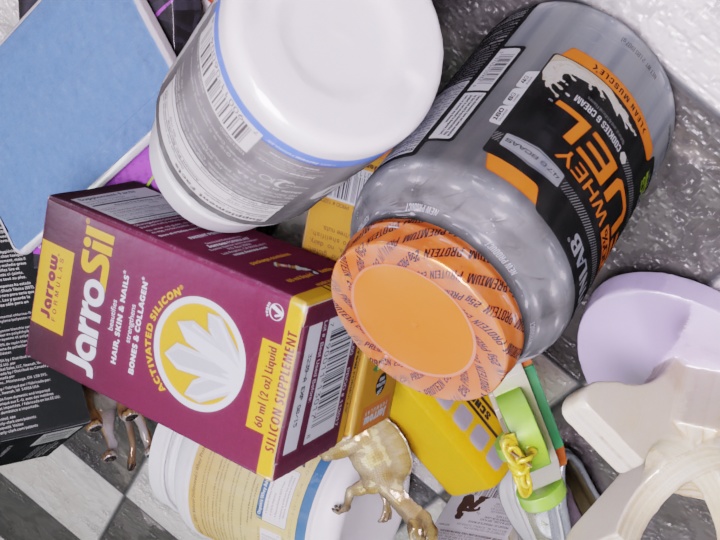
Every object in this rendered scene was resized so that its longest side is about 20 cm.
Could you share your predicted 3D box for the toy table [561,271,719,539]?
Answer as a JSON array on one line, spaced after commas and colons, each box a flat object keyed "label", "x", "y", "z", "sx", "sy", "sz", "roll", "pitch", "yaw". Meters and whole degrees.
[{"label": "toy table", "x": 0.202, "y": 0.107, "z": 0.667, "sx": 0.199, "sy": 0.118, "sz": 0.184, "roll": 35, "pitch": 133, "yaw": -1}]

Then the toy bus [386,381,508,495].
[{"label": "toy bus", "x": 0.037, "y": 0.064, "z": 0.818, "sx": 0.201, "sy": 0.079, "sz": 0.065, "roll": 50, "pitch": 142, "yaw": -14}]

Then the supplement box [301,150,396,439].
[{"label": "supplement box", "x": 0.000, "y": 0.000, "z": 0.717, "sx": 0.068, "sy": 0.066, "sz": 0.203, "roll": 20, "pitch": 108, "yaw": 24}]

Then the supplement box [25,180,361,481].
[{"label": "supplement box", "x": -0.101, "y": 0.030, "z": 0.692, "sx": 0.197, "sy": 0.085, "sz": 0.112, "roll": 21, "pitch": 109, "yaw": 25}]

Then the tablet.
[{"label": "tablet", "x": -0.204, "y": -0.114, "z": 0.767, "sx": 0.199, "sy": 0.014, "sz": 0.131, "roll": -35, "pitch": 81, "yaw": 29}]

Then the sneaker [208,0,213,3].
[{"label": "sneaker", "x": -0.089, "y": -0.203, "z": 0.677, "sx": 0.200, "sy": 0.073, "sz": 0.077, "roll": 44, "pitch": 170, "yaw": -7}]

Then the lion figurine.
[{"label": "lion figurine", "x": -0.259, "y": 0.118, "z": 1.140, "sx": 0.201, "sy": 0.071, "sz": 0.124, "roll": 101, "pitch": 146, "yaw": -57}]

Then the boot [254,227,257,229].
[{"label": "boot", "x": -0.163, "y": -0.053, "z": 0.843, "sx": 0.199, "sy": 0.069, "sz": 0.133, "roll": 38, "pitch": 116, "yaw": 20}]

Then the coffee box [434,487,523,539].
[{"label": "coffee box", "x": 0.090, "y": 0.271, "z": 0.884, "sx": 0.079, "sy": 0.201, "sz": 0.114, "roll": -2, "pitch": 129, "yaw": 42}]

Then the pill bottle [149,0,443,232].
[{"label": "pill bottle", "x": -0.046, "y": -0.089, "z": 0.601, "sx": 0.114, "sy": 0.114, "sz": 0.200, "roll": 45, "pitch": 156, "yaw": -9}]

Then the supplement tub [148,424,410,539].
[{"label": "supplement tub", "x": -0.071, "y": 0.179, "z": 0.978, "sx": 0.197, "sy": 0.145, "sz": 0.146, "roll": 16, "pitch": 138, "yaw": 28}]

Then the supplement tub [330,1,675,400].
[{"label": "supplement tub", "x": 0.074, "y": -0.038, "z": 0.576, "sx": 0.121, "sy": 0.201, "sz": 0.124, "roll": 23, "pitch": 142, "yaw": 20}]

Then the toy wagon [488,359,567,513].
[{"label": "toy wagon", "x": 0.091, "y": 0.074, "z": 0.705, "sx": 0.039, "sy": 0.200, "sz": 0.157, "roll": -23, "pitch": 109, "yaw": 2}]

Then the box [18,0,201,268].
[{"label": "box", "x": -0.172, "y": -0.098, "z": 0.779, "sx": 0.141, "sy": 0.036, "sz": 0.204, "roll": 4, "pitch": 100, "yaw": 29}]

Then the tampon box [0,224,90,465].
[{"label": "tampon box", "x": -0.358, "y": 0.077, "z": 1.072, "sx": 0.149, "sy": 0.125, "sz": 0.203, "roll": -33, "pitch": 70, "yaw": 53}]

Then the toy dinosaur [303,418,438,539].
[{"label": "toy dinosaur", "x": -0.004, "y": 0.124, "z": 0.835, "sx": 0.101, "sy": 0.058, "sz": 0.202, "roll": -24, "pitch": 98, "yaw": 50}]

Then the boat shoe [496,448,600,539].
[{"label": "boat shoe", "x": 0.176, "y": 0.218, "z": 0.864, "sx": 0.064, "sy": 0.074, "sz": 0.204, "roll": -9, "pitch": 115, "yaw": 51}]
